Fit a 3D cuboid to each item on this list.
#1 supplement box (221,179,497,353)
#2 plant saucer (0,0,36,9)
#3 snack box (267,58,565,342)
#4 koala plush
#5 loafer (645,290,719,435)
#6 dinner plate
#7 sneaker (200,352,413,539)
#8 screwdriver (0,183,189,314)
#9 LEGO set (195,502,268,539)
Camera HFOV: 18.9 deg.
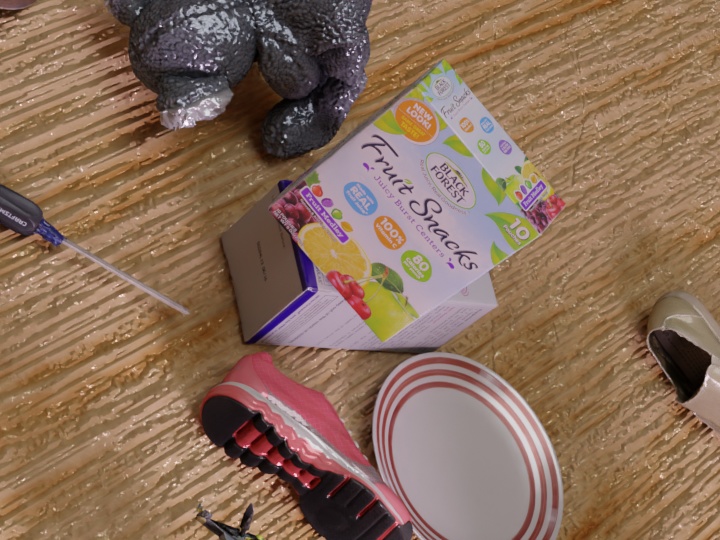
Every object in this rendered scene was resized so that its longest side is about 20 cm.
[{"bbox_3d":[0.000,0.000,1.783,0.199,0.103,0.102,5,60,-36],"label":"supplement box"},{"bbox_3d":[-0.314,-0.299,1.718,0.200,0.034,0.201,41,30,-29],"label":"plant saucer"},{"bbox_3d":[0.038,-0.049,1.629,0.142,0.200,0.053,48,45,-6],"label":"snack box"},{"bbox_3d":[-0.106,-0.195,1.786,0.199,0.184,0.178,-11,70,-31],"label":"koala plush"},{"bbox_3d":[0.331,0.112,2.018,0.200,0.076,0.068,49,44,10],"label":"loafer"},{"bbox_3d":[0.086,0.163,1.808,0.199,0.024,0.201,22,50,-29],"label":"dinner plate"},{"bbox_3d":[-0.028,0.137,1.691,0.200,0.074,0.087,41,43,-11],"label":"sneaker"},{"bbox_3d":[-0.217,-0.012,1.663,0.200,0.028,0.029,36,76,-18],"label":"screwdriver"},{"bbox_3d":[-0.070,0.257,1.508,0.153,0.201,0.116,27,44,3],"label":"LEGO set"}]
